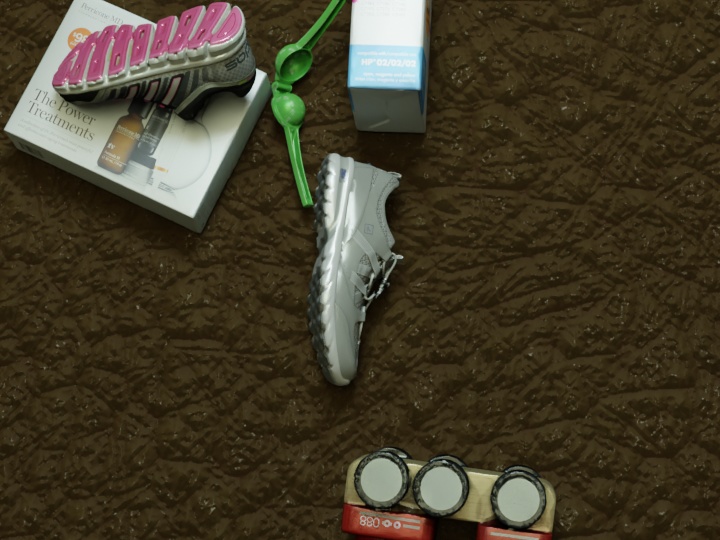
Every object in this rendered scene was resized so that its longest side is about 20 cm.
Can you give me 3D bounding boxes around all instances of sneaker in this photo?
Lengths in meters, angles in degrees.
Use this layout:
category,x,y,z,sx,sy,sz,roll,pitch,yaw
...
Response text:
category,x,y,z,sx,sy,sz,roll,pitch,yaw
sneaker,-0.176,-0.169,1.478,0.198,0.088,0.074,-11,46,21
sneaker,0.000,0.000,1.472,0.081,0.075,0.203,5,85,-11

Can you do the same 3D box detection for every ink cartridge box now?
category,x,y,z,sx,sy,sz,roll,pitch,yaw
ink cartridge box,0.030,-0.237,1.508,0.067,0.115,0.203,2,76,4

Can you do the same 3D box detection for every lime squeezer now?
category,x,y,z,sx,sy,sz,roll,pitch,yaw
lime squeezer,-0.050,-0.161,1.527,0.070,0.038,0.203,12,92,26

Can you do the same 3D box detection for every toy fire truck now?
category,x,y,z,sx,sy,sz,roll,pitch,yaw
toy fire truck,0.065,0.256,1.388,0.174,0.129,0.203,7,88,6

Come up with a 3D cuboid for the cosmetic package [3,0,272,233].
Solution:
category,x,y,z,sx,sy,sz,roll,pitch,yaw
cosmetic package,-0.201,-0.146,1.537,0.198,0.052,0.152,24,76,10
